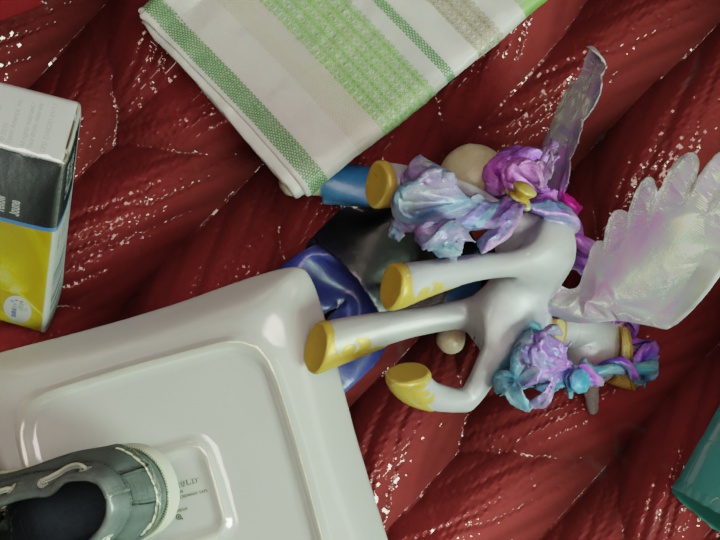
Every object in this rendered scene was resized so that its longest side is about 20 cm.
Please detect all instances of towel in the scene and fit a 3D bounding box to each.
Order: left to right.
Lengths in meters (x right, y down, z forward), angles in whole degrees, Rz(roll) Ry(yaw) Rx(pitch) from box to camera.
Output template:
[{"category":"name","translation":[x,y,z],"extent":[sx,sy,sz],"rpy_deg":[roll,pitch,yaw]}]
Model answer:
[{"category":"towel","translation":[-0.002,-0.147,1.469],"extent":[0.200,0.031,0.149],"rpy_deg":[-38,72,-10]}]

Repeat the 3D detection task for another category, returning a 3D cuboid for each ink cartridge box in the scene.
[{"category":"ink cartridge box","translation":[-0.247,-0.049,1.375],"extent":[0.200,0.198,0.047],"rpy_deg":[13,64,-3]}]

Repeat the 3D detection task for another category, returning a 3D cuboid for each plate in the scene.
[{"category":"plate","translation":[-0.096,0.119,1.417],"extent":[0.199,0.032,0.200],"rpy_deg":[-16,90,9]}]

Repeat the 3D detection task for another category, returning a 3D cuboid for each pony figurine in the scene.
[{"category":"pony figurine","translation":[0.091,-0.006,1.395],"extent":[0.200,0.167,0.193],"rpy_deg":[4,120,-31]}]

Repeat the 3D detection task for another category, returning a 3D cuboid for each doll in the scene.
[{"category":"doll","translation":[0.000,0.000,1.457],"extent":[0.200,0.048,0.136],"rpy_deg":[-40,87,-6]}]

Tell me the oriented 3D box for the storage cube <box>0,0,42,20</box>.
[{"category":"storage cube","translation":[-0.286,-0.214,1.377],"extent":[0.200,0.180,0.171],"rpy_deg":[-23,65,-5]}]

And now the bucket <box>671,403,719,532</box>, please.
[{"category":"bucket","translation":[0.271,0.110,1.391],"extent":[0.207,0.207,0.135],"rpy_deg":[35,87,1]}]

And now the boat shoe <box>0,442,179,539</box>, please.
[{"category":"boat shoe","translation":[-0.190,0.140,1.389],"extent":[0.200,0.062,0.073],"rpy_deg":[-21,87,23]}]
